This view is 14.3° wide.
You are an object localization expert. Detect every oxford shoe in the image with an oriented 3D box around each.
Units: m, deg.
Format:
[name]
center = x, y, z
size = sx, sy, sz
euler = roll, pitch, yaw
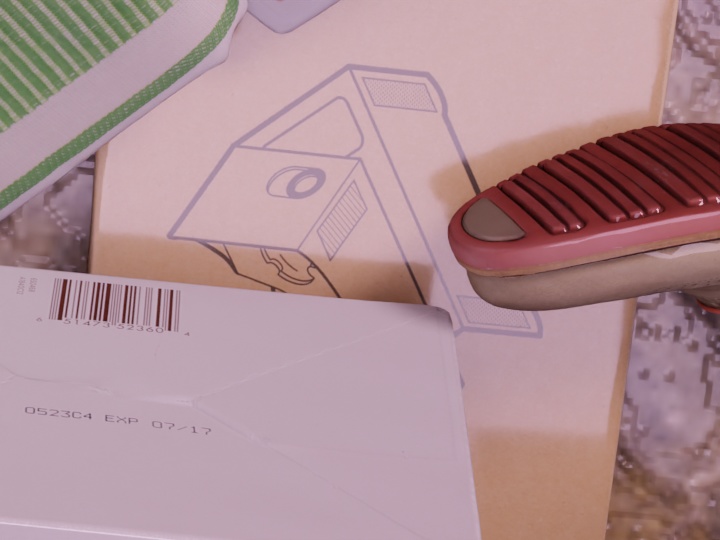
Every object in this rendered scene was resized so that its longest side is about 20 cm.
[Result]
[oxford shoe]
center = 0.122, -0.002, 0.805
size = 0.199, 0.070, 0.075
euler = -7, 114, -13

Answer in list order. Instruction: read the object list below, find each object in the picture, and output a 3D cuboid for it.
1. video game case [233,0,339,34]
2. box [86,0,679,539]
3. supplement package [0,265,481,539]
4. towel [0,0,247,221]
[video game case]
center = -0.007, -0.156, 0.700
size = 0.200, 0.023, 0.182
euler = -30, 132, 30
[box]
center = 0.000, 0.000, 0.835
size = 0.163, 0.021, 0.201
euler = 6, 102, -4
[supplement package]
center = -0.077, 0.119, 0.771
size = 0.190, 0.147, 0.201
euler = 7, 115, -4
[towel]
center = -0.144, -0.077, 0.742
size = 0.152, 0.023, 0.200
euler = -33, 134, 25
